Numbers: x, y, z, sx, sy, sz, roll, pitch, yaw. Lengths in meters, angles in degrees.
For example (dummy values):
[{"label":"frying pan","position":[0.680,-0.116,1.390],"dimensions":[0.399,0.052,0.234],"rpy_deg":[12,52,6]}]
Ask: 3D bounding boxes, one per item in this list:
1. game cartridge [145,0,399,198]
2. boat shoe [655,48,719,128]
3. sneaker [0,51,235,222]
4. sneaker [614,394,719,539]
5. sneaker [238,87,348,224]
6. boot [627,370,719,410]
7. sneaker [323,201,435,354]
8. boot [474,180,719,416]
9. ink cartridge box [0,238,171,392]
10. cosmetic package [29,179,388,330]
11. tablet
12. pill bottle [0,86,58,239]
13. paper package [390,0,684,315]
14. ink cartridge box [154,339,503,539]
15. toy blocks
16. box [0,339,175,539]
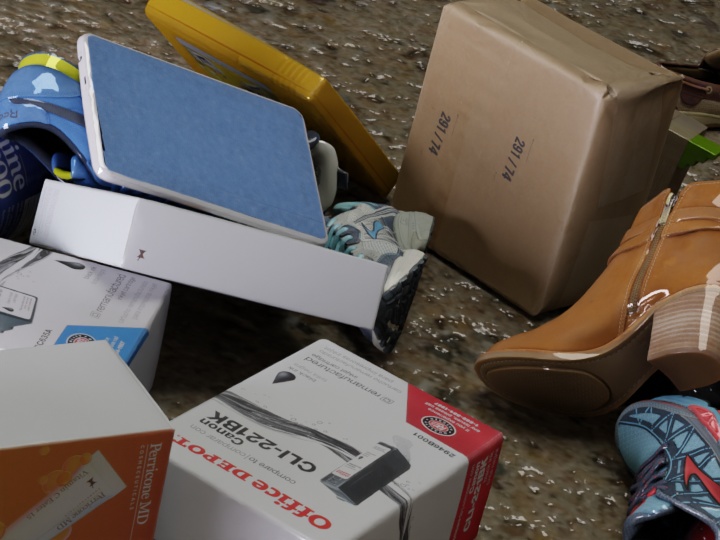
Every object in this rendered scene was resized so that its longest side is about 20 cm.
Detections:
[{"label":"game cartridge","position":[-0.070,-0.143,1.727],"dimensions":[0.200,0.032,0.176],"rpy_deg":[34,-9,35]},{"label":"boat shoe","position":[0.362,-0.185,2.078],"dimensions":[0.199,0.072,0.072],"rpy_deg":[-3,30,-29]},{"label":"sneaker","position":[-0.173,-0.071,1.485],"dimensions":[0.200,0.066,0.079],"rpy_deg":[33,49,-23]},{"label":"sneaker","position":[0.206,0.145,1.342],"dimensions":[0.095,0.080,0.200],"rpy_deg":[-2,30,-24]},{"label":"sneaker","position":[-0.068,-0.083,1.632],"dimensions":[0.129,0.080,0.199],"rpy_deg":[1,25,9]},{"label":"boot","position":[0.289,0.067,1.500],"dimensions":[0.157,0.080,0.211],"rpy_deg":[-5,19,-33]},{"label":"sneaker","position":[0.000,0.000,1.538],"dimensions":[0.086,0.078,0.200],"rpy_deg":[19,16,-1]},{"label":"boot","position":[0.179,0.014,1.462],"dimensions":[0.077,0.199,0.156],"rpy_deg":[43,47,-34]},{"label":"ink cartridge box","position":[-0.236,0.047,1.324],"dimensions":[0.199,0.086,0.147],"rpy_deg":[16,26,3]},{"label":"cosmetic package","position":[-0.104,-0.011,1.429],"dimensions":[0.199,0.052,0.151],"rpy_deg":[15,1,-33]},{"label":"tablet","position":[-0.112,-0.091,1.492],"dimensions":[0.199,0.014,0.131],"rpy_deg":[18,46,-36]},{"label":"pill bottle","position":[-0.282,-0.069,1.501],"dimensions":[0.111,0.111,0.200],"rpy_deg":[22,28,19]},{"label":"paper package","position":[0.134,-0.095,1.647],"dimensions":[0.103,0.201,0.190],"rpy_deg":[-13,37,-42]},{"label":"ink cartridge box","position":[-0.029,0.133,1.249],"dimensions":[0.144,0.084,0.200],"rpy_deg":[27,30,24]},{"label":"toy blocks","position":[0.192,-0.091,1.755],"dimensions":[0.199,0.137,0.100],"rpy_deg":[30,28,17]},{"label":"box","position":[-0.217,0.122,1.138],"dimensions":[0.199,0.125,0.097],"rpy_deg":[-5,32,-32]}]
